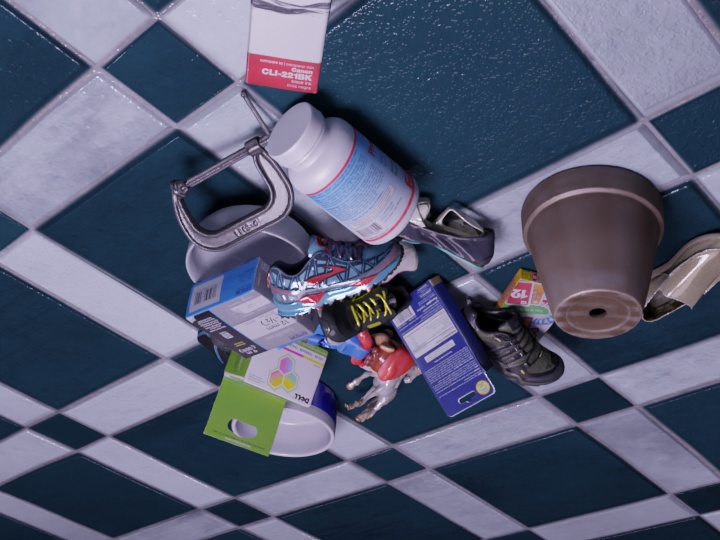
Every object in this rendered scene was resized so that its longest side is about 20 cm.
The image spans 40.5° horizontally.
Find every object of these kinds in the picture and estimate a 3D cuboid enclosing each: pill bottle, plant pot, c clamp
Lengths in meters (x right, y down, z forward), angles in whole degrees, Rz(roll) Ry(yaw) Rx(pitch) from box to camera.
[{"bbox_3d":[-0.023,-0.128,1.275,0.108,0.110,0.199,-25,134,36],"label":"pill bottle"},{"bbox_3d":[0.319,-0.011,1.328,0.196,0.176,0.201,3,145,2],"label":"plant pot"},{"bbox_3d":[-0.178,-0.120,1.312,0.199,0.027,0.172,-31,110,19],"label":"c clamp"}]

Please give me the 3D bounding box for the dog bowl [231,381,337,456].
[{"bbox_3d":[-0.143,0.276,1.864,0.197,0.080,0.201,4,144,3],"label":"dog bowl"}]

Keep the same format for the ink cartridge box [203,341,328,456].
[{"bbox_3d":[-0.158,0.204,1.648,0.147,0.203,0.075,27,165,-36],"label":"ink cartridge box"}]

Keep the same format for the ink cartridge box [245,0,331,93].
[{"bbox_3d":[-0.067,-0.310,1.006,0.082,0.146,0.201,7,144,-4],"label":"ink cartridge box"}]

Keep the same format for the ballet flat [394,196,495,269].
[{"bbox_3d":[0.102,-0.066,1.385,0.197,0.074,0.073,19,143,-7],"label":"ballet flat"}]

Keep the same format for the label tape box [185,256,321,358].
[{"bbox_3d":[-0.141,0.074,1.464,0.142,0.067,0.200,-21,134,32],"label":"label tape box"}]

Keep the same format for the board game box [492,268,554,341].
[{"bbox_3d":[0.263,0.071,1.572,0.094,0.030,0.201,13,145,-8],"label":"board game box"}]

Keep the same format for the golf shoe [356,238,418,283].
[{"bbox_3d":[0.000,0.000,1.477,0.198,0.076,0.091,-22,139,34],"label":"golf shoe"}]

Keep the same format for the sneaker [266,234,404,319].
[{"bbox_3d":[-0.037,-0.008,1.349,0.197,0.079,0.097,-23,105,1],"label":"sneaker"}]

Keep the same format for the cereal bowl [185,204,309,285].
[{"bbox_3d":[-0.157,-0.030,1.449,0.197,0.084,0.201,5,144,3],"label":"cereal bowl"}]

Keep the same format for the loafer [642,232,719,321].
[{"bbox_3d":[0.478,0.016,1.427,0.075,0.069,0.200,22,141,-20],"label":"loafer"}]

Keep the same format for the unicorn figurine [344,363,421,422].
[{"bbox_3d":[0.044,0.206,1.740,0.136,0.075,0.200,-26,172,-17],"label":"unicorn figurine"}]

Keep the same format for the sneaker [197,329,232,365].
[{"bbox_3d":[-0.199,0.146,1.717,0.081,0.074,0.200,-13,134,44],"label":"sneaker"}]

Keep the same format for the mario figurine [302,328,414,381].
[{"bbox_3d":[0.002,0.111,1.645,0.198,0.107,0.123,24,178,-6],"label":"mario figurine"}]

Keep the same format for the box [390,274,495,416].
[{"bbox_3d":[0.132,0.122,1.548,0.032,0.202,0.121,-23,170,-45],"label":"box"}]

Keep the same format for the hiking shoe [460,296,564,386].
[{"bbox_3d":[0.238,0.113,1.537,0.198,0.076,0.101,24,146,0],"label":"hiking shoe"}]

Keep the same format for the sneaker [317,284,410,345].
[{"bbox_3d":[0.006,0.055,1.484,0.084,0.199,0.075,-20,92,31],"label":"sneaker"}]
